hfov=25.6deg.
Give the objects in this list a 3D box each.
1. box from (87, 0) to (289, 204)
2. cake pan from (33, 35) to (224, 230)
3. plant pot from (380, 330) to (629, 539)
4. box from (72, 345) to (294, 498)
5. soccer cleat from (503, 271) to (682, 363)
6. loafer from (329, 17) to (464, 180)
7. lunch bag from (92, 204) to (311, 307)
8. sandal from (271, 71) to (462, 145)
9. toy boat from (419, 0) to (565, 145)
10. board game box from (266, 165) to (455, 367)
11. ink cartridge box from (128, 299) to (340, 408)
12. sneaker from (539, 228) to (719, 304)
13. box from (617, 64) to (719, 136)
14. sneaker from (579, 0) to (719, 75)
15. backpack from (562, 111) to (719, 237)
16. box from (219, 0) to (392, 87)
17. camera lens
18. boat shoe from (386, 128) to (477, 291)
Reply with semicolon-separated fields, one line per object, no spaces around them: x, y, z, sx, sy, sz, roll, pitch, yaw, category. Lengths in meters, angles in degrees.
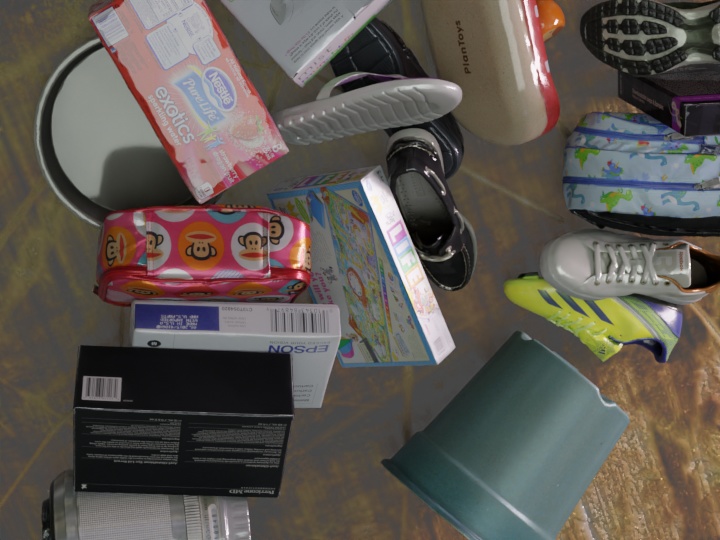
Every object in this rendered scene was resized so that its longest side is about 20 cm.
-0.158;-0.176;1.454;0.099;0.096;0.201;-30;107;1;box
-0.214;-0.134;1.526;0.198;0.037;0.202;-2;105;-9;cake pan
0.157;0.181;1.604;0.200;0.200;0.196;39;88;-17;plant pot
-0.168;0.144;1.486;0.198;0.079;0.142;3;137;-8;box
0.240;0.049;1.635;0.198;0.065;0.084;12;89;-15;soccer cleat
0.035;-0.179;1.554;0.072;0.063;0.201;-28;106;31;loafer
-0.152;-0.007;1.502;0.198;0.176;0.083;1;79;-12;lunch bag
-0.001;-0.165;1.504;0.201;0.082;0.050;-10;72;26;sandal
0.146;-0.226;1.534;0.130;0.130;0.202;-25;110;-33;toy boat
0.000;0.000;1.554;0.034;0.134;0.201;-39;114;-40;board game box
-0.129;0.098;1.538;0.198;0.041;0.200;1;148;-9;ink cartridge box
0.278;-0.010;1.581;0.198;0.085;0.073;4;76;-22;sneaker
0.345;-0.168;1.528;0.142;0.200;0.036;-4;109;-8;box
0.318;-0.236;1.570;0.198;0.089;0.078;4;106;13;sneaker
0.298;-0.093;1.573;0.198;0.163;0.155;-11;98;1;backpack
-0.044;-0.302;1.452;0.200;0.097;0.177;-44;89;4;box
-0.212;0.272;1.572;0.198;0.160;0.161;-4;106;-8;camera lens
0.070;-0.045;1.554;0.073;0.061;0.201;-7;132;11;boat shoe
